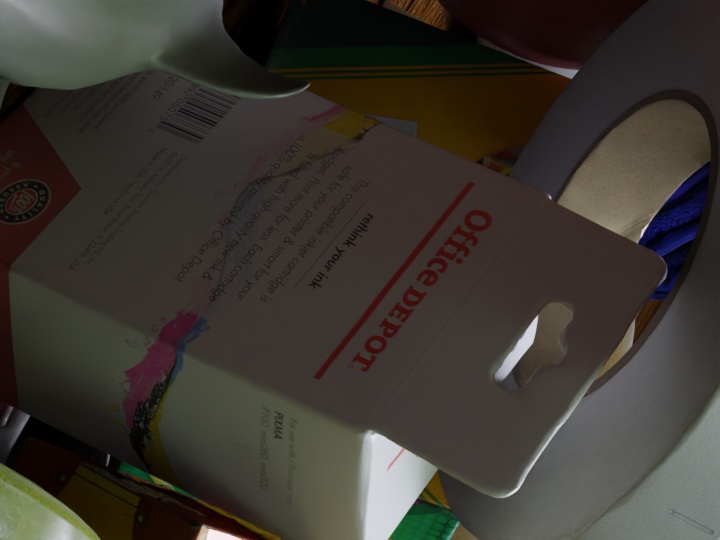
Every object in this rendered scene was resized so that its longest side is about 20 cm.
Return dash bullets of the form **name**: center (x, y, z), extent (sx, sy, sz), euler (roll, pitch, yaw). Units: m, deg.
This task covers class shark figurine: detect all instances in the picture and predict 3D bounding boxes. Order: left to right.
- **shark figurine**: center (-0.040, -0.094, 0.712), extent (0.215, 0.089, 0.128), euler (-49, 166, -36)

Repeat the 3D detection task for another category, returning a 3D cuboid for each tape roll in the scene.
- **tape roll**: center (0.091, 0.001, 0.771), extent (0.203, 0.037, 0.204), euler (-49, -155, 33)

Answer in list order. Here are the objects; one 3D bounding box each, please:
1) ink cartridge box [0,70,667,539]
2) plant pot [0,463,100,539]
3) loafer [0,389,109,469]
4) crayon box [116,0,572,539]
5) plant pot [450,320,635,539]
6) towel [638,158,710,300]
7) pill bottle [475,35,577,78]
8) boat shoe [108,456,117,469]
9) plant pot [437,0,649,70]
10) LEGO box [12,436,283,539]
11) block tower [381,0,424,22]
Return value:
- **ink cartridge box**: center (-0.021, 0.011, 0.742), extent (0.117, 0.199, 0.068), euler (-50, 155, -38)
- **plant pot**: center (-0.151, 0.131, 0.585), extent (0.201, 0.199, 0.194), euler (90, 21, -69)
- **loafer**: center (-0.107, 0.043, 0.799), extent (0.200, 0.070, 0.070), euler (-50, 166, -41)
- **crayon box**: center (0.000, 0.000, 0.899), extent (0.058, 0.118, 0.201), euler (114, -5, -55)
- **plant pot**: center (0.011, 0.022, 0.987), extent (0.201, 0.199, 0.027), euler (-57, 146, -10)
- **towel**: center (0.163, -0.089, 0.881), extent (0.201, 0.049, 0.148), euler (-56, -168, -24)
- **pill bottle**: center (0.114, -0.108, 1.266), extent (0.115, 0.114, 0.200), euler (-54, 168, -24)
- **boat shoe**: center (-0.117, 0.085, 0.910), extent (0.200, 0.072, 0.076), euler (-25, 158, -54)
- **plant pot**: center (0.095, -0.174, 0.864), extent (0.201, 0.200, 0.195), euler (-55, 176, -18)
- **LEGO box**: center (-0.071, 0.168, 0.743), extent (0.149, 0.077, 0.201), euler (27, 87, -52)
- **block tower**: center (-0.018, -0.016, 1.082), extent (0.201, 0.054, 0.058), euler (-57, 169, -8)
